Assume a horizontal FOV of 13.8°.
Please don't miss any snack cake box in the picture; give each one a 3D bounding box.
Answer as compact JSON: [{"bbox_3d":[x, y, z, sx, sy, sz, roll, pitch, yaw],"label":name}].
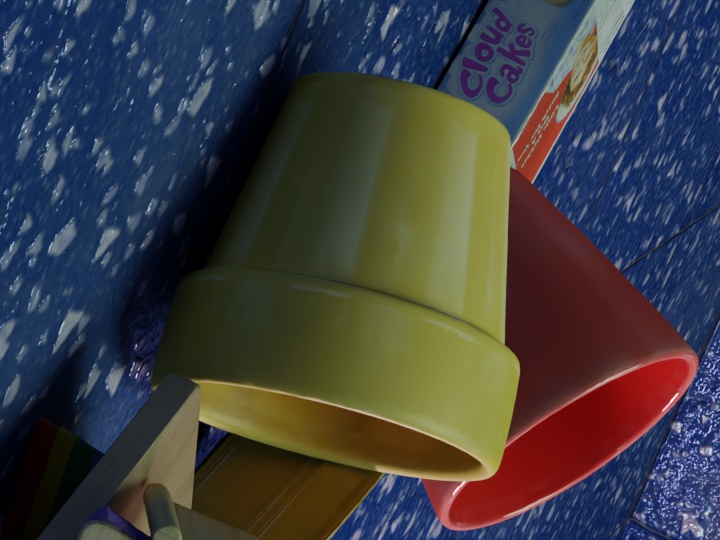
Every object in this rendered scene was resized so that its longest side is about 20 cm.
[{"bbox_3d":[0.123,-0.157,2.016,0.201,0.067,0.115,-60,167,-12],"label":"snack cake box"}]

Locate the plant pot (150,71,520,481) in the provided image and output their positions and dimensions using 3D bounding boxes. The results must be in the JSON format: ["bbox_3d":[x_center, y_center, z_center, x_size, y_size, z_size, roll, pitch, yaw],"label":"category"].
[{"bbox_3d":[0.000,0.000,1.644,0.201,0.199,0.190,59,43,-73],"label":"plant pot"}]

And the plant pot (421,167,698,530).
[{"bbox_3d":[0.092,0.043,1.947,0.200,0.178,0.201,-29,161,-11],"label":"plant pot"}]

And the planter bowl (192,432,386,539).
[{"bbox_3d":[-0.063,0.141,1.791,0.201,0.083,0.200,-47,180,0],"label":"planter bowl"}]

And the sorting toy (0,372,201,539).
[{"bbox_3d":[-0.168,0.169,1.550,0.200,0.069,0.199,-52,162,-36],"label":"sorting toy"}]

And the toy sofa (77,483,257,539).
[{"bbox_3d":[-0.130,0.210,1.489,0.083,0.097,0.201,-120,-126,-78],"label":"toy sofa"}]
